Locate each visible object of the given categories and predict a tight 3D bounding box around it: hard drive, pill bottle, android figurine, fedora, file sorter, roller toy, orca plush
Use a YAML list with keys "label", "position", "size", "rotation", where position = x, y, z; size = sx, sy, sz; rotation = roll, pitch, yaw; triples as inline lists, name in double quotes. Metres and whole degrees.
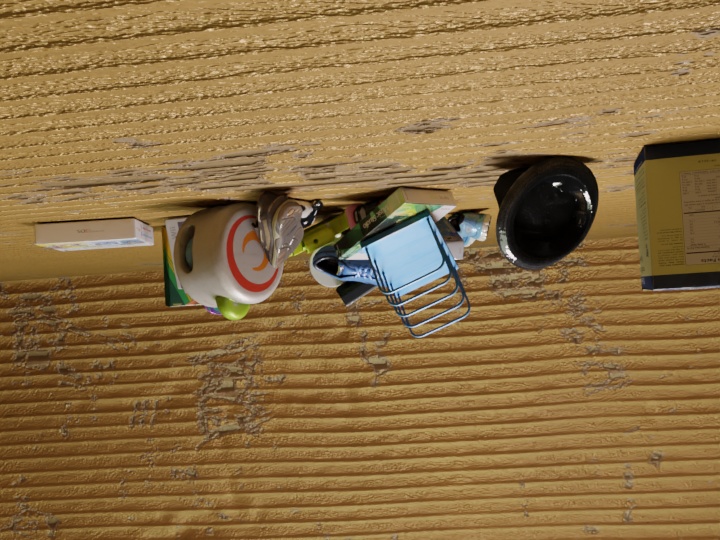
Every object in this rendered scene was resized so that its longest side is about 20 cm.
- label: "hard drive"
  position: [0.039, 0.006, 1.876]
  size: [0.198, 0.033, 0.140]
  rotation: [-32, -173, -2]
- label: "pill bottle"
  position: [-0.040, -0.038, 1.919]
  size: [0.111, 0.115, 0.200]
  rotation: [-4, -165, 17]
- label: "android figurine"
  position: [-0.098, -0.070, 1.780]
  size: [0.198, 0.042, 0.182]
  rotation: [-26, -173, -14]
- label: "fedora"
  position: [0.267, -0.100, 1.307]
  size: [0.198, 0.203, 0.092]
  rotation: [-3, -150, -31]
- label: "file sorter"
  position: [0.108, 0.016, 1.569]
  size: [0.137, 0.124, 0.200]
  rotation: [-24, 146, 9]
- label: "roller toy"
  position: [-0.242, -0.028, 1.559]
  size: [0.138, 0.184, 0.200]
  rotation: [-7, -149, 37]
- label: "orca plush"
  position: [-0.117, -0.091, 1.558]
  size: [0.103, 0.072, 0.200]
  rotation: [-4, 178, -5]

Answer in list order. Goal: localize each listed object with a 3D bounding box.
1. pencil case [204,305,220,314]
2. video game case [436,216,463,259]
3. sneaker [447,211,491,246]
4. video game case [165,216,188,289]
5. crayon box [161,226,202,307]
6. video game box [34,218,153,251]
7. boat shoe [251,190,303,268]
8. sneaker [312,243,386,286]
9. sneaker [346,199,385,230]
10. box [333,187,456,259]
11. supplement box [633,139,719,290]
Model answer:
- label: "pencil case"
  position: [-0.285, -0.008, 1.798]
  size: [0.084, 0.203, 0.092]
  rotation: [-21, 145, 29]
- label: "video game case"
  position: [0.106, -0.074, 1.807]
  size: [0.178, 0.046, 0.200]
  rotation: [-4, -158, -9]
- label: "sneaker"
  position: [0.239, -0.110, 2.018]
  size: [0.089, 0.080, 0.200]
  rotation: [16, 171, -9]
- label: "video game case"
  position: [-0.284, -0.040, 1.695]
  size: [0.197, 0.146, 0.018]
  rotation: [-4, -165, 16]
- label: "crayon box"
  position: [-0.339, -0.013, 1.913]
  size: [0.197, 0.176, 0.058]
  rotation: [-3, -179, -25]
- label: "video game box"
  position: [-0.536, -0.071, 1.736]
  size: [0.196, 0.048, 0.182]
  rotation: [-4, 180, -3]
- label: "boat shoe"
  position: [-0.144, -0.076, 1.467]
  size: [0.074, 0.073, 0.201]
  rotation: [-44, 166, -26]
- label: "sneaker"
  position: [0.000, 0.000, 1.684]
  size: [0.197, 0.067, 0.078]
  rotation: [13, -157, 12]
- label: "sneaker"
  position: [0.065, -0.106, 1.651]
  size: [0.095, 0.080, 0.198]
  rotation: [-24, 168, 38]
- label: "box"
  position: [0.063, -0.082, 1.567]
  size: [0.143, 0.037, 0.200]
  rotation: [-2, 151, -44]
- label: "supplement box"
  position: [0.485, -0.074, 1.263]
  size: [0.132, 0.204, 0.200]
  rotation: [-4, 178, 14]
